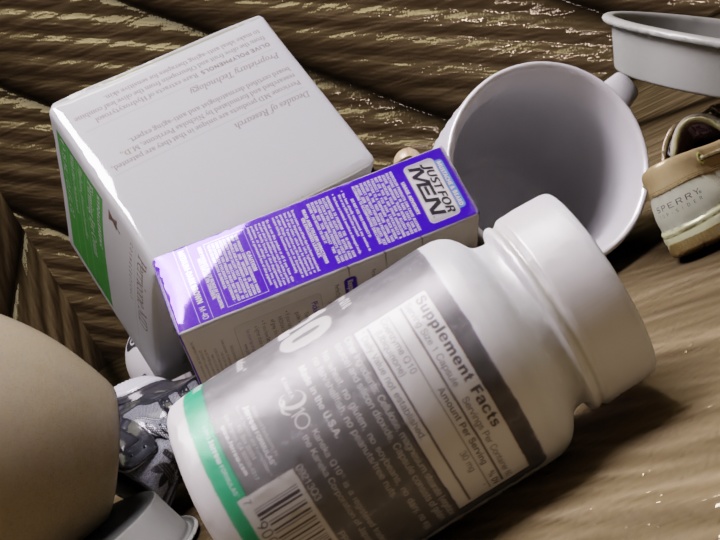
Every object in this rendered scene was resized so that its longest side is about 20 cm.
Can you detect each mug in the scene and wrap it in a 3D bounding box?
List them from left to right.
[{"bbox_3d":[0.135,-0.076,0.867,0.200,0.148,0.175,-45,-2,-13],"label":"mug"}]

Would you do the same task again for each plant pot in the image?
[{"bbox_3d":[-0.237,0.123,0.769,0.133,0.202,0.200,5,-9,-21],"label":"plant pot"}]

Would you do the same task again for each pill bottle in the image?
[{"bbox_3d":[0.024,0.058,0.513,0.199,0.114,0.113,-31,5,-1],"label":"pill bottle"}]

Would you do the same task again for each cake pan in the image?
[{"bbox_3d":[-0.204,0.216,0.777,0.199,0.037,0.200,-31,5,3],"label":"cake pan"},{"bbox_3d":[0.265,-0.146,0.784,0.198,0.037,0.200,6,18,-2],"label":"cake pan"}]

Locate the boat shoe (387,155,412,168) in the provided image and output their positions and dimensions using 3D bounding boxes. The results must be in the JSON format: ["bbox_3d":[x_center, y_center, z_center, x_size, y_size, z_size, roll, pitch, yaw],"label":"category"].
[{"bbox_3d":[0.000,0.000,0.853,0.072,0.068,0.200,-28,-22,-53],"label":"boat shoe"}]

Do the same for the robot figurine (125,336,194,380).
[{"bbox_3d":[-0.198,0.087,1.423,0.199,0.151,0.125,-33,41,-21],"label":"robot figurine"}]

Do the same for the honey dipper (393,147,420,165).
[{"bbox_3d":[-0.007,-0.018,0.911,0.201,0.038,0.038,-59,-9,29],"label":"honey dipper"}]

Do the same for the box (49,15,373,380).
[{"bbox_3d":[-0.122,-0.054,0.930,0.199,0.172,0.199,-29,-21,-23],"label":"box"}]

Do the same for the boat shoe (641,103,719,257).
[{"bbox_3d":[0.238,-0.076,0.760,0.074,0.067,0.200,-28,7,32],"label":"boat shoe"}]

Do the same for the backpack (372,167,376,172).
[{"bbox_3d":[-0.007,-0.026,1.179,0.134,0.183,0.200,-41,19,-10],"label":"backpack"}]

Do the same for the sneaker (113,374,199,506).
[{"bbox_3d":[-0.127,0.125,0.873,0.199,0.076,0.114,-19,32,23],"label":"sneaker"}]

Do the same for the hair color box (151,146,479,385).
[{"bbox_3d":[-0.024,0.006,0.739,0.199,0.065,0.110,-20,-29,-8],"label":"hair color box"}]
